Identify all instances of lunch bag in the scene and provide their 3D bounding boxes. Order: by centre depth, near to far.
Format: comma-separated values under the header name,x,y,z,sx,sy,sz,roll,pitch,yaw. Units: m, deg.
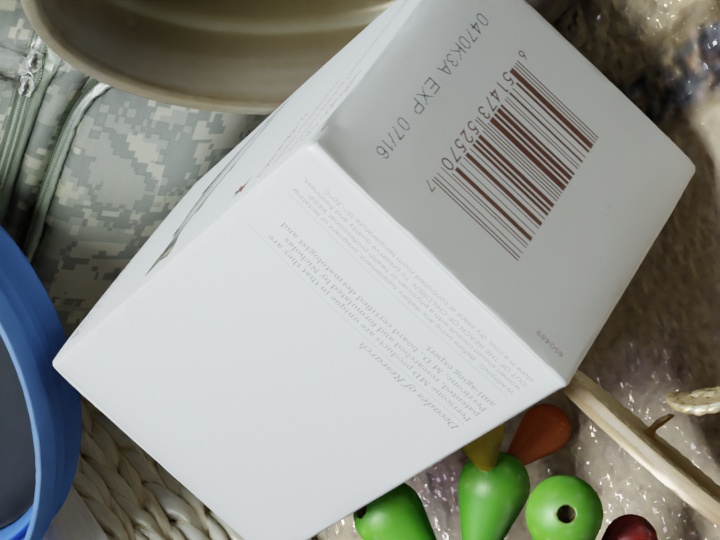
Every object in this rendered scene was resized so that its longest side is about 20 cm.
name,x,y,z,sx,sy,sz,roll,pitch,yaw
lunch bag,-0.119,-0.058,0.994,0.140,0.167,0.200,-87,17,-53

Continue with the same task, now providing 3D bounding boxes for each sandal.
name,x,y,z,sx,sy,sz,roll,pitch,yaw
sandal,0.159,0.076,0.760,0.070,0.078,0.212,-50,61,6

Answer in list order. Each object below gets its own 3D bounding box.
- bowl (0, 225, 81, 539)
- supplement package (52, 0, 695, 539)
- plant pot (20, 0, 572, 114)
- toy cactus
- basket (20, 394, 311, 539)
name,x,y,z,sx,sy,sz,roll,pitch,yaw
bowl,-0.197,0.040,0.950,0.200,0.039,0.201,15,121,27
supplement package,0.000,0.000,0.844,0.117,0.117,0.200,42,141,-9
plant pot,-0.025,-0.176,0.847,0.200,0.199,0.174,-35,53,49
toy cactus,0.058,0.143,0.880,0.165,0.102,0.200,51,133,7
basket,-0.114,0.133,1.047,0.200,0.123,0.136,51,133,33
